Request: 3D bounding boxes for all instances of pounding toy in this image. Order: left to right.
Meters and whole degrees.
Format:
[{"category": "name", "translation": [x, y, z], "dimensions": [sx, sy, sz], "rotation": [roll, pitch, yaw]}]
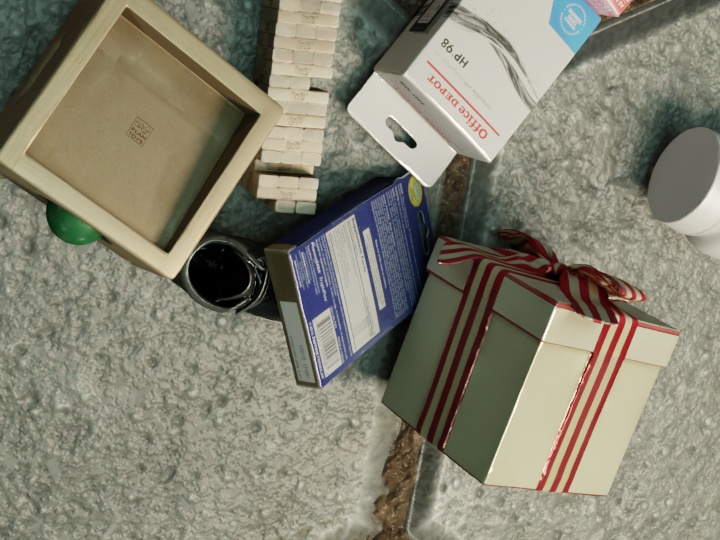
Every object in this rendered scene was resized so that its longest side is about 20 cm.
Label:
[{"category": "pounding toy", "translation": [-0.204, -0.096, 0.896], "dimensions": [0.184, 0.142, 0.201], "rotation": [37, 80, -26]}]

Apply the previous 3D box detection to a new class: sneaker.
[{"category": "sneaker", "translation": [-0.078, 0.013, 0.978], "dimensions": [0.199, 0.099, 0.071], "rotation": [17, 97, -25]}]

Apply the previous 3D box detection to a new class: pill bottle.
[{"category": "pill bottle", "translation": [0.378, -0.054, 1.118], "dimensions": [0.199, 0.113, 0.114], "rotation": [21, 98, -24]}]

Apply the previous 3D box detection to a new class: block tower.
[{"category": "block tower", "translation": [-0.056, -0.150, 0.963], "dimensions": [0.054, 0.058, 0.202], "rotation": [2, 103, -21]}]

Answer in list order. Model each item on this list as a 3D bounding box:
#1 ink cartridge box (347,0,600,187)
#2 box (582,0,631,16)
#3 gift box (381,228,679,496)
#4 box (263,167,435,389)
[{"category": "ink cartridge box", "translation": [0.096, -0.175, 0.998], "dimensions": [0.116, 0.067, 0.201], "rotation": [40, 85, -26]}, {"category": "box", "translation": [0.165, -0.317, 0.974], "dimensions": [0.103, 0.095, 0.200], "rotation": [-47, 115, -1]}, {"category": "gift box", "translation": [0.141, 0.073, 1.013], "dimensions": [0.199, 0.184, 0.188], "rotation": [13, 102, -43]}, {"category": "box", "translation": [0.000, 0.000, 1.003], "dimensions": [0.200, 0.032, 0.122], "rotation": [-35, 120, -47]}]
